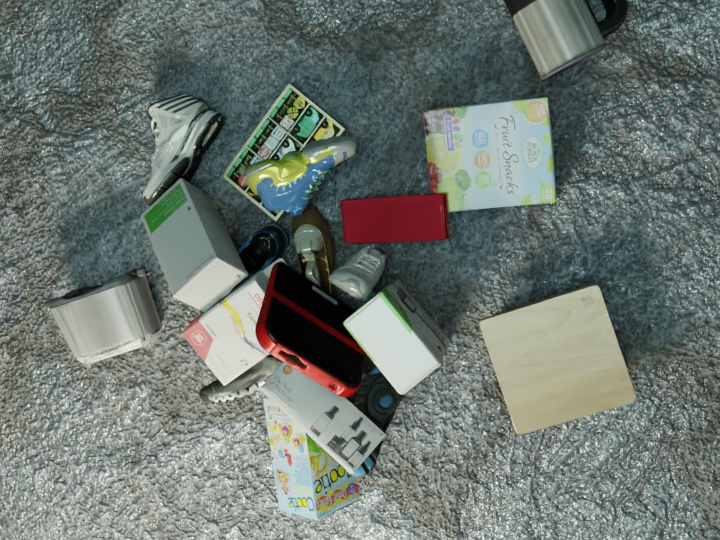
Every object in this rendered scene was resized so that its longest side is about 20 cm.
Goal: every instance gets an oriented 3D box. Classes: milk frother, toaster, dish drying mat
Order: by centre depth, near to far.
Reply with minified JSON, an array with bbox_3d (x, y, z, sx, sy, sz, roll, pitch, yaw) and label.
[{"bbox_3d":[0.310,-0.410,1.433,0.180,0.200,0.188,-27,92,10],"label":"milk frother"},{"bbox_3d":[0.055,-0.084,1.585,0.200,0.018,0.077,-1,100,34],"label":"dish drying mat"},{"bbox_3d":[-0.437,0.079,1.696,0.200,0.114,0.129,-18,98,11],"label":"toaster"}]

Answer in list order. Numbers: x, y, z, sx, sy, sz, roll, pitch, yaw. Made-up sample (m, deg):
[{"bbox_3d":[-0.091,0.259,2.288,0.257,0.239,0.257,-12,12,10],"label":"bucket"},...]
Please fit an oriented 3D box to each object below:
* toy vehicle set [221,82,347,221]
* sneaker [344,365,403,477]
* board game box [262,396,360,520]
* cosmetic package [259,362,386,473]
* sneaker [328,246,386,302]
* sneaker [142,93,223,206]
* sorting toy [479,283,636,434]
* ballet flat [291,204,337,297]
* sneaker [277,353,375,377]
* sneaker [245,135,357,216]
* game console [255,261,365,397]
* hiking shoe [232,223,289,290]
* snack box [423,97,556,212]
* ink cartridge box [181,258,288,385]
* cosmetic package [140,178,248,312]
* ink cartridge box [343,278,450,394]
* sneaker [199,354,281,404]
[{"bbox_3d":[-0.130,-0.200,1.637,0.124,0.027,0.200,39,103,4],"label":"toy vehicle set"},{"bbox_3d":[0.016,0.244,1.605,0.073,0.082,0.200,23,80,1],"label":"sneaker"},{"bbox_3d":[-0.082,0.305,1.640,0.105,0.103,0.200,-1,99,46],"label":"board game box"},{"bbox_3d":[-0.061,0.226,1.534,0.200,0.051,0.083,41,75,4],"label":"cosmetic package"},{"bbox_3d":[0.000,0.000,1.552,0.070,0.200,0.080,32,97,1],"label":"sneaker"},{"bbox_3d":[-0.335,-0.216,1.663,0.115,0.076,0.201,37,95,13],"label":"sneaker"},{"bbox_3d":[0.321,0.140,1.571,0.200,0.070,0.199,-19,94,13],"label":"sorting toy"},{"bbox_3d":[-0.081,-0.012,1.630,0.068,0.072,0.200,-6,96,12],"label":"ballet flat"},{"bbox_3d":[-0.034,0.150,1.638,0.200,0.104,0.060,-2,109,-28],"label":"sneaker"},{"bbox_3d":[-0.086,-0.152,1.592,0.200,0.076,0.105,-14,107,20],"label":"sneaker"},{"bbox_3d":[-0.074,0.096,1.541,0.200,0.177,0.031,35,126,-22],"label":"game console"},{"bbox_3d":[-0.207,0.001,1.649,0.074,0.087,0.200,38,103,4],"label":"hiking shoe"},{"bbox_3d":[0.209,-0.185,1.549,0.200,0.068,0.169,-5,98,11],"label":"snack box"},{"bbox_3d":[-0.179,0.083,1.596,0.200,0.068,0.117,-36,99,13],"label":"ink cartridge box"},{"bbox_3d":[-0.280,-0.043,1.611,0.108,0.085,0.200,-41,51,13],"label":"cosmetic package"},{"bbox_3d":[0.063,0.101,1.551,0.084,0.200,0.146,-40,89,11],"label":"ink cartridge box"},{"bbox_3d":[-0.194,0.172,1.684,0.200,0.066,0.091,-17,91,9],"label":"sneaker"}]
